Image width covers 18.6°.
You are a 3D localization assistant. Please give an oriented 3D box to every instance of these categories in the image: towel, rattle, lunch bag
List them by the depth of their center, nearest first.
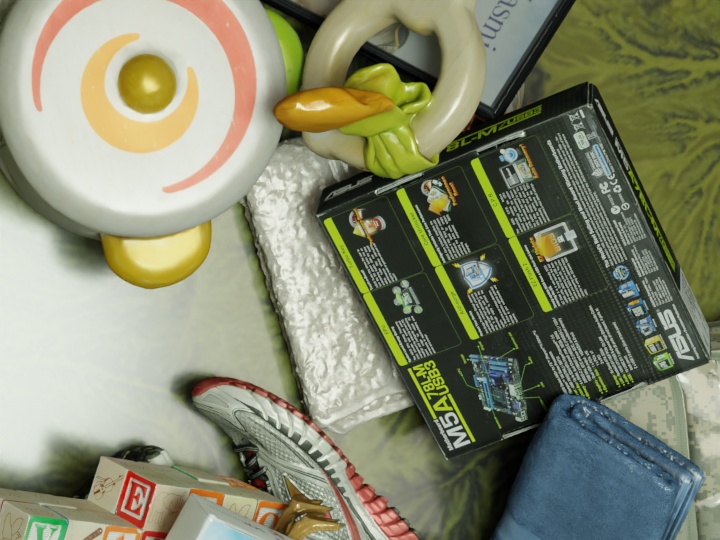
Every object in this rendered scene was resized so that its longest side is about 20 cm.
[{"bbox_3d":[0.009,-0.168,1.349,0.143,0.130,0.201,23,86,-41],"label":"rattle"},{"bbox_3d":[0.144,0.178,1.451,0.111,0.201,0.048,34,40,19],"label":"towel"},{"bbox_3d":[0.000,0.000,1.476,0.132,0.034,0.201,-20,97,-18],"label":"towel"},{"bbox_3d":[0.223,0.123,1.512,0.199,0.118,0.165,-8,98,-10],"label":"lunch bag"}]

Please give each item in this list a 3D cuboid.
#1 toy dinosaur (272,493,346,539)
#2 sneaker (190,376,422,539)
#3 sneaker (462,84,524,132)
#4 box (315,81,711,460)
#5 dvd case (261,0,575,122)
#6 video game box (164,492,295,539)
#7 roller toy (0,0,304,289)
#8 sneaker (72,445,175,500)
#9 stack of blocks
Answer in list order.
[{"bbox_3d":[-0.049,0.196,1.351,0.199,0.060,0.107,6,101,-43],"label":"toy dinosaur"},{"bbox_3d":[-0.042,0.148,1.442,0.082,0.078,0.200,-44,103,-11],"label":"sneaker"},{"bbox_3d":[0.083,-0.095,1.472,0.075,0.092,0.201,1,89,19],"label":"sneaker"},{"bbox_3d":[0.100,0.004,1.412,0.192,0.048,0.201,-21,112,19],"label":"box"},{"bbox_3d":[0.042,-0.198,1.434,0.199,0.018,0.143,29,81,20],"label":"dvd case"},{"bbox_3d":[-0.069,0.257,1.311,0.182,0.047,0.201,28,94,-28],"label":"video game box"},{"bbox_3d":[-0.142,-0.108,1.364,0.182,0.140,0.201,33,82,-11],"label":"roller toy"},{"bbox_3d":[-0.177,0.206,1.400,0.200,0.078,0.090,-42,106,-13],"label":"sneaker"},{"bbox_3d":[-0.146,0.177,1.338,0.199,0.058,0.116,14,94,-44],"label":"stack of blocks"}]
